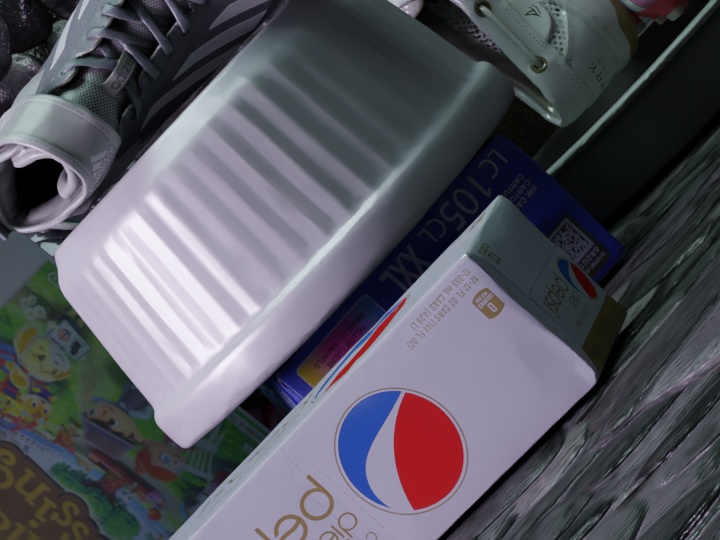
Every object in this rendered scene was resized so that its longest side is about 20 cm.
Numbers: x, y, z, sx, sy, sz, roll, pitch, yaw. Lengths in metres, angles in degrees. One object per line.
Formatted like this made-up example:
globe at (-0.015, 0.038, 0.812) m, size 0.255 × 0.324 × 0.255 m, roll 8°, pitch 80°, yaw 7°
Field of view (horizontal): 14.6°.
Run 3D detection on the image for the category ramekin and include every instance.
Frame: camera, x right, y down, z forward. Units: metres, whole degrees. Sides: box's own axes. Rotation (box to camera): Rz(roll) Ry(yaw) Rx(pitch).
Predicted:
ramekin at (-0.037, -0.032, 1.142) m, size 0.202 × 0.094 × 0.202 m, roll -47°, pitch 4°, yaw 4°

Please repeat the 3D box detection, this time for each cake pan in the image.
cake pan at (0.142, -0.088, 1.291) m, size 0.200 × 0.037 × 0.200 m, roll -47°, pitch 3°, yaw 3°

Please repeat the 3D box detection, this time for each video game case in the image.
video game case at (-0.121, 0.089, 1.168) m, size 0.022 × 0.200 × 0.182 m, roll -52°, pitch -1°, yaw 43°

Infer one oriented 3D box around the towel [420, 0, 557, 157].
towel at (0.045, -0.065, 1.419) m, size 0.148 × 0.036 × 0.200 m, roll -54°, pitch -36°, yaw -18°

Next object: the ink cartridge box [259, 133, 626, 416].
ink cartridge box at (0.030, 0.019, 1.163) m, size 0.136 × 0.076 × 0.200 m, roll -48°, pitch 4°, yaw -6°

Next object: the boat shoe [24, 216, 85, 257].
boat shoe at (-0.069, -0.035, 1.287) m, size 0.200 × 0.063 × 0.073 m, roll -27°, pitch -14°, yaw -11°

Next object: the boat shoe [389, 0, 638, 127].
boat shoe at (0.028, -0.130, 1.304) m, size 0.069 × 0.200 × 0.071 m, roll -54°, pitch -23°, yaw -18°

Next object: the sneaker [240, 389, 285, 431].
sneaker at (0.000, 0.000, 1.305) m, size 0.200 × 0.079 × 0.095 m, roll -32°, pitch -30°, yaw -25°

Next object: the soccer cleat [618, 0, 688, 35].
soccer cleat at (0.125, -0.154, 1.297) m, size 0.067 × 0.076 × 0.200 m, roll -48°, pitch 2°, yaw -8°

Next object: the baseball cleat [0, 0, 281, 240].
baseball cleat at (-0.082, -0.085, 1.083) m, size 0.200 × 0.070 × 0.106 m, roll -55°, pitch 6°, yaw 33°

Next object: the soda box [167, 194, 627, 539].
soda box at (0.002, 0.070, 0.983) m, size 0.200 × 0.064 × 0.068 m, roll -47°, pitch 3°, yaw 23°
